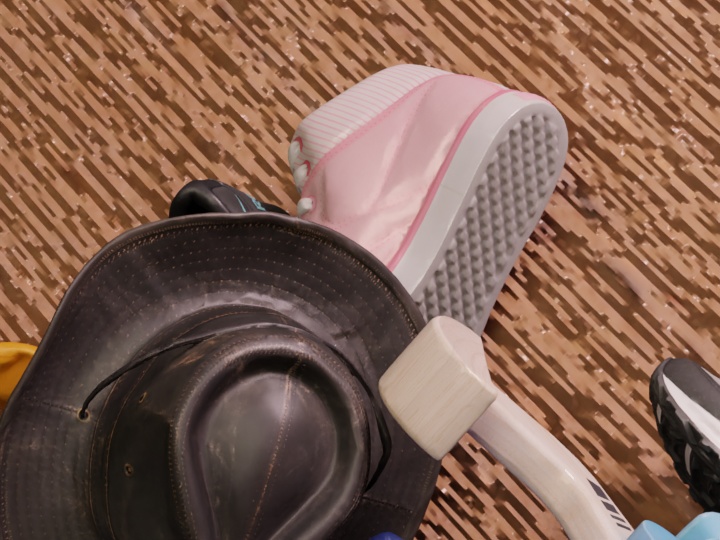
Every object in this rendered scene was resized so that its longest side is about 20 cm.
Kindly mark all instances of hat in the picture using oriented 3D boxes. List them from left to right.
[{"bbox_3d":[-0.045,0.080,0.901,0.201,0.201,0.081,-49,21,-4],"label":"hat"}]

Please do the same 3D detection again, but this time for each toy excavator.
[{"bbox_3d":[0.107,0.119,0.877,0.100,0.194,0.200,-49,39,12],"label":"toy excavator"}]

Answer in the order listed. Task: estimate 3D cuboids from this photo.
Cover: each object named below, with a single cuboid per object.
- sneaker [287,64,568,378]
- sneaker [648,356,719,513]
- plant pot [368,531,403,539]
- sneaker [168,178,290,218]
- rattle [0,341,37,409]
[{"bbox_3d":[0.000,0.000,1.010,0.104,0.075,0.201,28,86,39],"label":"sneaker"},{"bbox_3d":[0.199,0.091,0.909,0.200,0.074,0.079,33,73,20],"label":"sneaker"},{"bbox_3d":[0.006,0.234,0.813,0.200,0.180,0.200,-42,91,-2],"label":"plant pot"},{"bbox_3d":[-0.072,0.056,1.005,0.075,0.079,0.201,-2,70,18],"label":"sneaker"},{"bbox_3d":[-0.223,0.096,1.003,0.143,0.130,0.200,37,40,-4],"label":"rattle"}]
